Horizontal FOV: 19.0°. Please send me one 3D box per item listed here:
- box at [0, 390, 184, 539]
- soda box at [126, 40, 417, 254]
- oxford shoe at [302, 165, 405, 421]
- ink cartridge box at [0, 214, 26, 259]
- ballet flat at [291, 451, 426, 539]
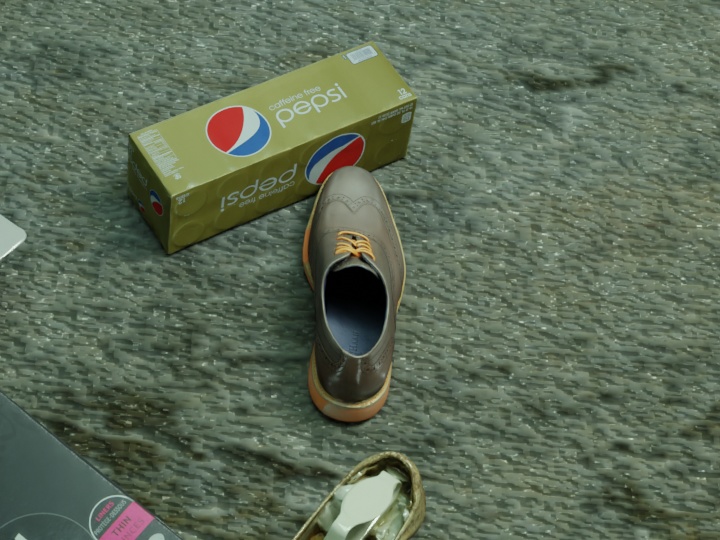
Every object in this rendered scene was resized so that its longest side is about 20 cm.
[{"bbox_3d":[-0.183,0.171,1.252,0.200,0.106,0.122,35,78,19],"label":"box"},{"bbox_3d":[-0.062,-0.087,1.505,0.200,0.068,0.064,-23,59,-22],"label":"soda box"},{"bbox_3d":[0.000,0.000,1.443,0.071,0.073,0.200,2,53,-7],"label":"oxford shoe"},{"bbox_3d":[-0.319,0.026,1.389,0.116,0.068,0.200,34,58,17],"label":"ink cartridge box"},{"bbox_3d":[-0.026,0.182,1.309,0.070,0.065,0.200,27,55,14],"label":"ballet flat"}]
